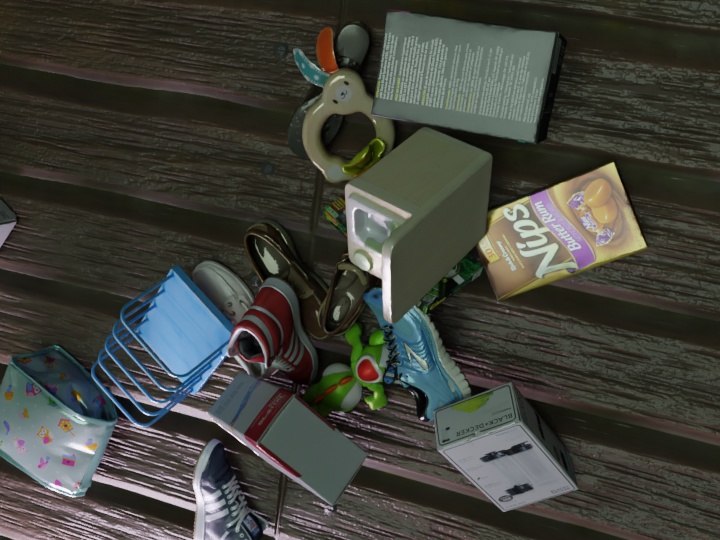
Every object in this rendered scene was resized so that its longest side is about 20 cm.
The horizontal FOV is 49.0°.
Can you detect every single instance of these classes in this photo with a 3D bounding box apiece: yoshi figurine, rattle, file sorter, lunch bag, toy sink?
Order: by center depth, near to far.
[{"bbox_3d":[0.053,-0.057,0.935,0.112,0.200,0.131,28,143,28],"label":"toy sink"},{"bbox_3d":[-0.029,-0.190,1.004,0.130,0.143,0.201,0,124,19],"label":"rattle"},{"bbox_3d":[0.011,0.141,1.124,0.200,0.113,0.112,-32,131,7],"label":"yoshi figurine"},{"bbox_3d":[-0.290,0.119,1.144,0.139,0.123,0.200,46,137,3],"label":"file sorter"},{"bbox_3d":[-0.489,0.247,1.276,0.200,0.122,0.171,34,108,14],"label":"lunch bag"}]

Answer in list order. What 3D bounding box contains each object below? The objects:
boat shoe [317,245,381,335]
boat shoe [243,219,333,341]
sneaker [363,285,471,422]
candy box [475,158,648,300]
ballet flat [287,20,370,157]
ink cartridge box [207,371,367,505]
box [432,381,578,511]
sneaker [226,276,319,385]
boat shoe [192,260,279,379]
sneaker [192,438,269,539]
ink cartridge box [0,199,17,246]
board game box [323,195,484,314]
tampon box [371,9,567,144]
[{"bbox_3d":[0.000,0.000,1.075,0.072,0.072,0.200,31,92,3],"label":"boat shoe"},{"bbox_3d":[-0.105,0.020,1.131,0.076,0.072,0.200,-37,89,21],"label":"boat shoe"},{"bbox_3d":[0.060,0.109,1.016,0.090,0.078,0.200,-35,95,-15],"label":"sneaker"},{"bbox_3d":[0.250,-0.050,1.013,0.199,0.056,0.117,-22,94,22],"label":"candy box"},{"bbox_3d":[-0.042,-0.246,1.075,0.067,0.046,0.200,22,114,-11],"label":"ballet flat"},{"bbox_3d":[-0.106,0.224,1.086,0.146,0.200,0.083,44,73,-23],"label":"ink cartridge box"},{"bbox_3d":[0.192,0.235,1.029,0.116,0.060,0.200,-25,132,21],"label":"box"},{"bbox_3d":[-0.121,0.117,1.099,0.071,0.113,0.200,10,136,26],"label":"sneaker"},{"bbox_3d":[-0.188,0.074,1.169,0.071,0.069,0.200,-38,89,21],"label":"boat shoe"},{"bbox_3d":[-0.201,0.362,1.233,0.108,0.070,0.201,13,112,20],"label":"sneaker"},{"bbox_3d":[-0.679,-0.055,1.291,0.145,0.083,0.200,43,111,5],"label":"ink cartridge box"},{"bbox_3d":[0.054,-0.039,1.027,0.200,0.105,0.024,44,148,23],"label":"board game box"},{"bbox_3d":[0.134,-0.235,0.959,0.199,0.150,0.127,13,106,14],"label":"tampon box"}]
